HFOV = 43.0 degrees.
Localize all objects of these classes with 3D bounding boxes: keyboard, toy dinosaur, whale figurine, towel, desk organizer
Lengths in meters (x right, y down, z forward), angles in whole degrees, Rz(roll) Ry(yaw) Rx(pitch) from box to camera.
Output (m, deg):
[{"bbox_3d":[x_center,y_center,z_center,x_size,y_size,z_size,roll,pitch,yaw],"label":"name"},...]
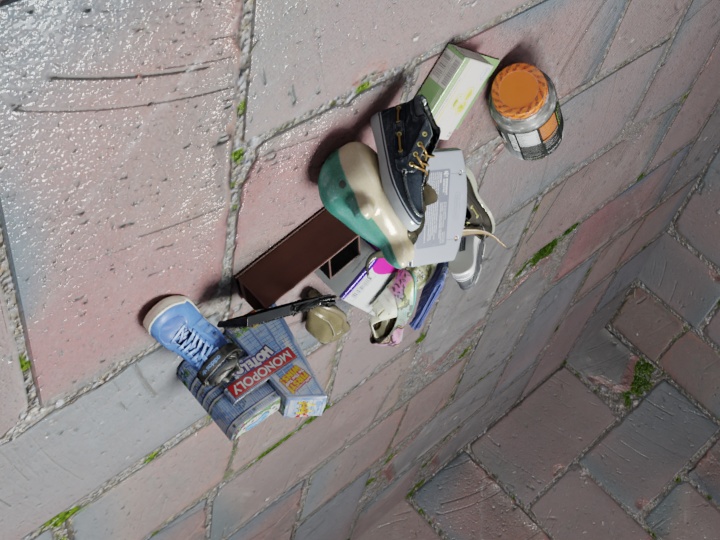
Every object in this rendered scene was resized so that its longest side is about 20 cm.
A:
[{"bbox_3d":[-0.113,0.062,1.404,0.126,0.021,0.199,-12,-178,38],"label":"keyboard"},{"bbox_3d":[0.173,-0.074,1.737,0.197,0.061,0.106,-10,153,8],"label":"toy dinosaur"},{"bbox_3d":[0.008,-0.089,1.367,0.103,0.202,0.159,-26,-175,18],"label":"whale figurine"},{"bbox_3d":[0.151,0.016,1.893,0.201,0.024,0.146,-70,-175,-53],"label":"towel"},{"bbox_3d":[0.073,-0.073,1.474,0.102,0.076,0.202,13,96,-55],"label":"toy dinosaur"},{"bbox_3d":[-0.096,-0.008,1.455,0.199,0.077,0.072,-39,156,-19],"label":"desk organizer"}]

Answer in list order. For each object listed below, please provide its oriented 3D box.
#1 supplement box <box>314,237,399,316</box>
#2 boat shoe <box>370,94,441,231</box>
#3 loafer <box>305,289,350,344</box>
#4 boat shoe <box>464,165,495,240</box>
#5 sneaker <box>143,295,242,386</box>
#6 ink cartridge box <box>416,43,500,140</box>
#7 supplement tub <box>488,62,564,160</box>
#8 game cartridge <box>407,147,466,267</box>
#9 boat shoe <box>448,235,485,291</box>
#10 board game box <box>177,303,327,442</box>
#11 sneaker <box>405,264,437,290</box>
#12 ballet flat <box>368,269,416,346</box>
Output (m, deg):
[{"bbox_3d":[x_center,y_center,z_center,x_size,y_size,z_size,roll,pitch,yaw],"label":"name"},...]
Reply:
[{"bbox_3d":[0.000,0.000,1.609,0.101,0.103,0.200,-49,156,3],"label":"supplement box"},{"bbox_3d":[0.077,-0.162,1.336,0.090,0.203,0.071,-24,155,22],"label":"boat shoe"},{"bbox_3d":[-0.066,0.095,1.682,0.068,0.076,0.200,-50,158,-7],"label":"loafer"},{"bbox_3d":[0.200,-0.122,1.753,0.061,0.071,0.202,-49,135,-16],"label":"boat shoe"},{"bbox_3d":[-0.238,0.112,1.353,0.077,0.111,0.200,-44,157,-5],"label":"sneaker"},{"bbox_3d":[0.165,-0.287,1.504,0.199,0.048,0.146,-4,132,-56],"label":"ink cartridge box"},{"bbox_3d":[0.298,-0.286,1.643,0.123,0.122,0.200,-47,157,2],"label":"supplement tub"},{"bbox_3d":[0.124,-0.111,1.588,0.132,0.040,0.203,-7,110,-27],"label":"game cartridge"},{"bbox_3d":[0.223,-0.048,1.859,0.068,0.071,0.202,61,29,-44],"label":"boat shoe"},{"bbox_3d":[-0.159,0.176,1.486,0.199,0.200,0.062,-32,155,-32],"label":"board game box"},{"bbox_3d":[0.121,-0.047,1.811,0.201,0.077,0.088,-56,144,7],"label":"sneaker"},{"bbox_3d":[0.051,0.077,1.626,0.070,0.070,0.201,-15,147,-20],"label":"ballet flat"}]
